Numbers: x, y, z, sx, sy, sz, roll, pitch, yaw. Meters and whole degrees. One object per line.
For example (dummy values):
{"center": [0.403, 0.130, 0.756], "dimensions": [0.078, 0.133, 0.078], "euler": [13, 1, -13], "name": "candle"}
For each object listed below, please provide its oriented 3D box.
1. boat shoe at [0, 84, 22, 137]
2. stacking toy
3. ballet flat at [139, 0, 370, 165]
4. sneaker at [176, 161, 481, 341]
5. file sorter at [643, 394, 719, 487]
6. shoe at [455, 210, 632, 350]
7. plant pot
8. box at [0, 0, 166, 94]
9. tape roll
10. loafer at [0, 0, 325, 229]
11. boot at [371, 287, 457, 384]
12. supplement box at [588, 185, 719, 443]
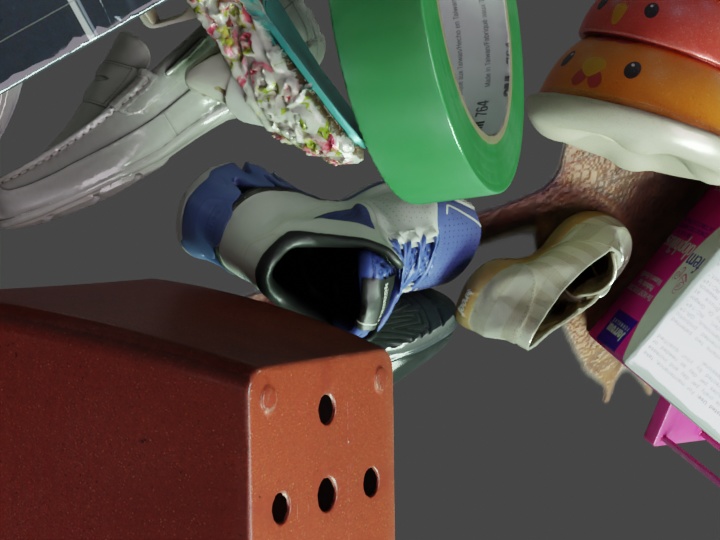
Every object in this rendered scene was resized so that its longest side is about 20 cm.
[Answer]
{"center": [-0.206, -0.052, 0.813], "dimensions": [0.071, 0.070, 0.200], "euler": [15, 110, -43], "name": "boat shoe"}
{"center": [0.195, -0.163, 1.035], "dimensions": [0.146, 0.146, 0.200], "euler": [17, 89, -44], "name": "stacking toy"}
{"center": [-0.072, -0.127, 0.822], "dimensions": [0.064, 0.076, 0.200], "euler": [-32, 95, 11], "name": "ballet flat"}
{"center": [-0.001, 0.000, 0.977], "dimensions": [0.199, 0.115, 0.081], "euler": [4, 117, -40], "name": "sneaker"}
{"center": [0.356, 0.100, 1.318], "dimensions": [0.200, 0.125, 0.139], "euler": [-2, 120, -37], "name": "file sorter"}
{"center": [0.135, 0.011, 1.098], "dimensions": [0.200, 0.053, 0.070], "euler": [-23, 133, -52], "name": "shoe"}
{"center": [-0.089, 0.108, 0.852], "dimensions": [0.200, 0.176, 0.200], "euler": [-4, 94, -60], "name": "plant pot"}
{"center": [-0.126, -0.197, 0.699], "dimensions": [0.200, 0.104, 0.182], "euler": [-33, 108, -15], "name": "box"}
{"center": [0.038, -0.135, 0.866], "dimensions": [0.048, 0.200, 0.200], "euler": [-7, 137, 18], "name": "tape roll"}
{"center": [-0.113, -0.090, 0.870], "dimensions": [0.200, 0.070, 0.070], "euler": [-34, 99, -16], "name": "loafer"}
{"center": [-0.009, 0.119, 1.089], "dimensions": [0.165, 0.066, 0.200], "euler": [-19, 127, -17], "name": "boot"}
{"center": [0.271, 0.009, 1.180], "dimensions": [0.103, 0.101, 0.200], "euler": [38, 93, -12], "name": "supplement box"}
